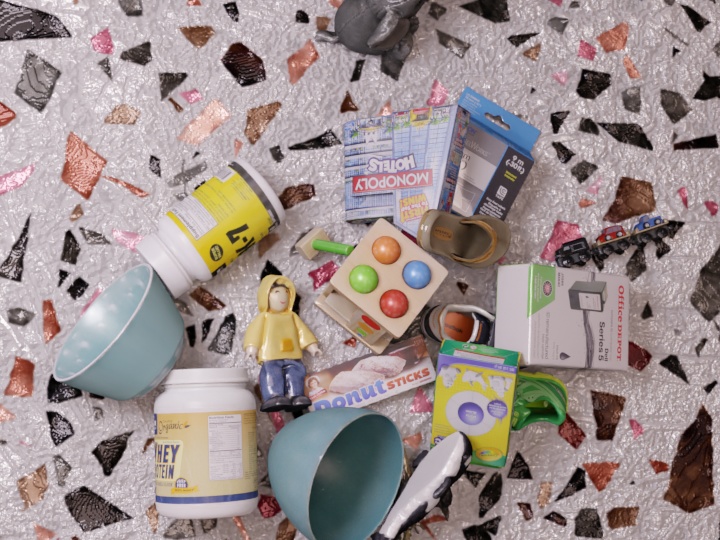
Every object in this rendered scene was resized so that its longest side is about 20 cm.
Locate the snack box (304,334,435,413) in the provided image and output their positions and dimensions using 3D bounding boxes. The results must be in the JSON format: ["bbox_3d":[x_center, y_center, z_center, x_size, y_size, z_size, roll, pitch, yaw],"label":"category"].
[{"bbox_3d":[0.011,0.161,1.768,0.199,0.024,0.072,-19,86,-12],"label":"snack box"}]

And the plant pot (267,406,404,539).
[{"bbox_3d":[-0.052,0.276,1.677,0.199,0.134,0.202,-21,118,-44],"label":"plant pot"}]

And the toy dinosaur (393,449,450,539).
[{"bbox_3d":[0.083,0.330,1.757,0.087,0.047,0.202,-3,82,-4],"label":"toy dinosaur"}]

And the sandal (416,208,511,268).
[{"bbox_3d":[0.158,-0.045,1.704,0.199,0.054,0.081,10,91,-48],"label":"sandal"}]

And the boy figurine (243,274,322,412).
[{"bbox_3d":[-0.111,0.103,1.721,0.124,0.064,0.202,6,70,-29],"label":"boy figurine"}]

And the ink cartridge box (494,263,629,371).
[{"bbox_3d":[0.301,0.072,1.768,0.199,0.084,0.147,6,83,-32],"label":"ink cartridge box"}]

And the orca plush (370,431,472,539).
[{"bbox_3d":[0.106,0.328,1.703,0.071,0.105,0.201,38,74,-24],"label":"orca plush"}]

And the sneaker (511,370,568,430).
[{"bbox_3d":[0.217,0.190,1.768,0.198,0.074,0.084,5,42,-10],"label":"sneaker"}]

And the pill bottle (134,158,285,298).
[{"bbox_3d":[-0.215,-0.058,1.704,0.200,0.114,0.115,-39,92,-11],"label":"pill bottle"}]

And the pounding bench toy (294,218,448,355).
[{"bbox_3d":[0.000,0.000,1.707,0.200,0.156,0.124,38,72,0],"label":"pounding bench toy"}]

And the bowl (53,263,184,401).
[{"bbox_3d":[-0.318,0.100,1.645,0.105,0.201,0.201,42,78,-25],"label":"bowl"}]

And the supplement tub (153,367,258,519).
[{"bbox_3d":[-0.215,0.237,1.659,0.143,0.144,0.202,-1,84,-11],"label":"supplement tub"}]

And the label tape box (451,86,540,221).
[{"bbox_3d":[0.182,-0.169,1.814,0.144,0.063,0.201,29,80,-7],"label":"label tape box"}]

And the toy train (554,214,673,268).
[{"bbox_3d":[0.393,-0.047,1.858,0.199,0.034,0.046,-16,75,-11],"label":"toy train"}]

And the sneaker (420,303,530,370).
[{"bbox_3d":[0.191,0.102,1.782,0.199,0.079,0.079,14,81,-10],"label":"sneaker"}]

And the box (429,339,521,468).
[{"bbox_3d":[0.162,0.204,1.722,0.116,0.048,0.201,9,120,12],"label":"box"}]

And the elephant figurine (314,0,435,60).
[{"bbox_3d":[0.040,-0.392,1.740,0.141,0.200,0.156,29,80,-7],"label":"elephant figurine"}]

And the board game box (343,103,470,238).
[{"bbox_3d":[0.062,-0.128,1.738,0.199,0.062,0.202,-4,82,25],"label":"board game box"}]
